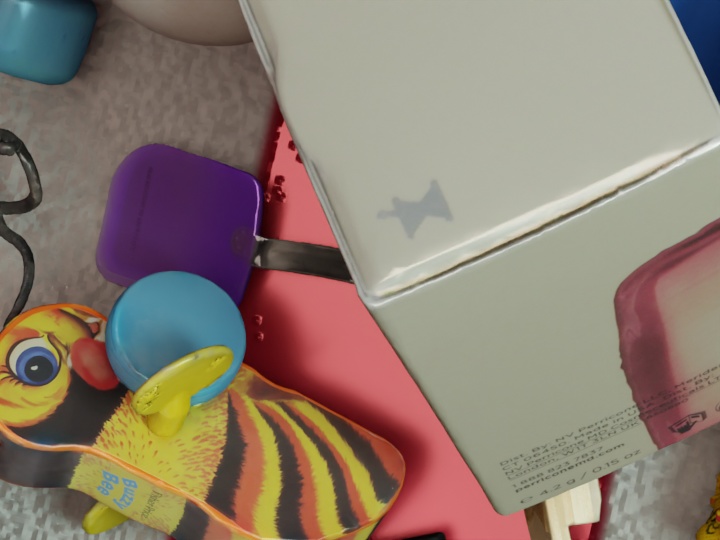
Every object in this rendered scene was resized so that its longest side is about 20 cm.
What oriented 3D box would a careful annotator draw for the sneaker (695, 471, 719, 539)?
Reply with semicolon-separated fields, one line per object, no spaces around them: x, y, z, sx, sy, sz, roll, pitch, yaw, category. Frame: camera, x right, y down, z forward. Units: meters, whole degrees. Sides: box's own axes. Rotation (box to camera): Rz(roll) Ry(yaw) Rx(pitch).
0.151;0.063;0.777;0.077;0.073;0.200;-7;87;6;sneaker

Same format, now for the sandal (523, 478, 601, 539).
0.056;0.140;0.784;0.070;0.078;0.212;-9;80;-5;sandal

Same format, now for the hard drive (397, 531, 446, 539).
-0.052;0.183;0.822;0.200;0.033;0.140;-12;87;8;hard drive

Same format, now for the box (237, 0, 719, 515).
0.051;-0.026;0.696;0.109;0.200;0.128;-24;64;3;box

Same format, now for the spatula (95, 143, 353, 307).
0.000;0.000;0.824;0.200;0.021;0.057;13;102;6;spatula

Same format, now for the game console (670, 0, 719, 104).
0.082;-0.157;0.819;0.200;0.118;0.171;19;60;7;game console

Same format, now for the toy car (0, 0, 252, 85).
-0.060;-0.130;0.744;0.200;0.177;0.185;26;102;19;toy car

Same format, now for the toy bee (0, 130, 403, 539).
-0.092;0.054;0.789;0.200;0.131;0.109;25;56;23;toy bee
